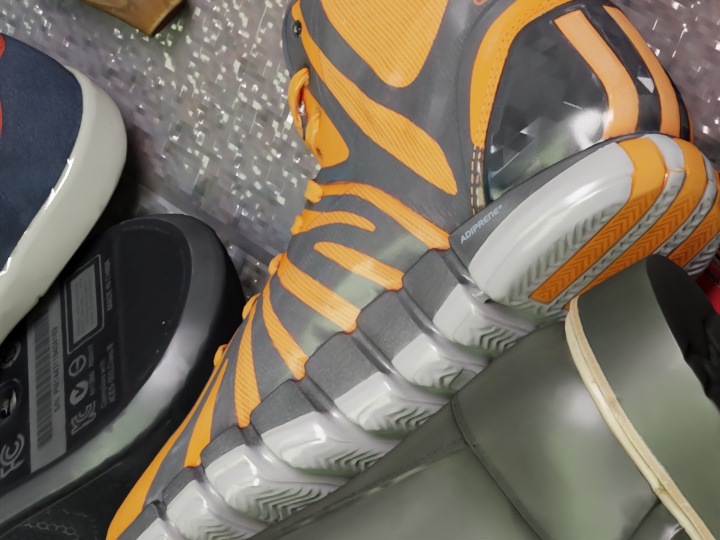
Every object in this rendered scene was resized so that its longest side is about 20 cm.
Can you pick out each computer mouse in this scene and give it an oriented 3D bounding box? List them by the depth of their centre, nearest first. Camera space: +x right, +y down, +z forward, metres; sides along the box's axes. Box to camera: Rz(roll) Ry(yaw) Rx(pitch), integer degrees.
[{"bbox_3d":[-0.098,0.056,0.866,0.200,0.139,0.053,-33,129,28],"label":"computer mouse"}]

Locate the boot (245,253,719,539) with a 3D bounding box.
[{"bbox_3d":[0.063,0.115,0.690,0.138,0.077,0.200,-32,81,18],"label":"boot"}]

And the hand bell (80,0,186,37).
[{"bbox_3d":[-0.125,-0.140,0.838,0.200,0.104,0.104,43,124,1],"label":"hand bell"}]

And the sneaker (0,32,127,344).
[{"bbox_3d":[-0.148,0.019,0.831,0.075,0.084,0.200,16,77,53],"label":"sneaker"}]

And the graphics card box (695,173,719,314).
[{"bbox_3d":[0.069,0.086,0.773,0.125,0.051,0.200,45,119,14],"label":"graphics card box"}]

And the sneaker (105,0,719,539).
[{"bbox_3d":[0.000,0.000,0.748,0.200,0.078,0.112,-41,53,24],"label":"sneaker"}]
